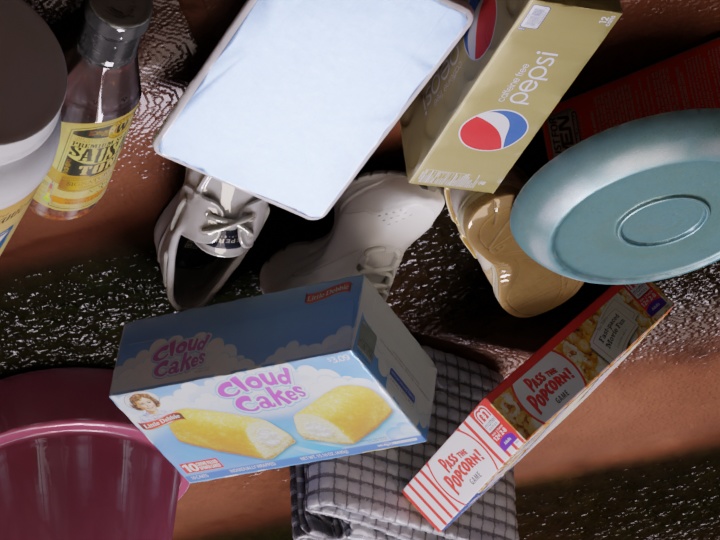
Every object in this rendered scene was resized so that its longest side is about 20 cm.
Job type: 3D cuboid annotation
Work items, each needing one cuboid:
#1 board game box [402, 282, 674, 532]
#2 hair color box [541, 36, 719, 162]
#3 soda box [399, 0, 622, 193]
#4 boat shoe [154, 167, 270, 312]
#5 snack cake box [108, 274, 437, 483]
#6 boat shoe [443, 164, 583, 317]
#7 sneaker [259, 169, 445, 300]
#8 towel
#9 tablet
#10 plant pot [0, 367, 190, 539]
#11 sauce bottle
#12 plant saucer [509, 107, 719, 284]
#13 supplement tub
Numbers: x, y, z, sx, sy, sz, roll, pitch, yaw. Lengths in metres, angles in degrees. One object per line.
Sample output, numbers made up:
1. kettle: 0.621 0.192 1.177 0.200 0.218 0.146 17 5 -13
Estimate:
1. board game box: 0.134 0.096 1.784 0.200 0.046 0.152 -37 170 -40
2. hair color box: 0.232 -0.099 1.582 0.199 0.062 0.101 -21 148 23
3. soda box: 0.090 -0.132 1.490 0.064 0.068 0.200 6 146 -22
4. boat shoe: -0.095 -0.041 1.605 0.071 0.066 0.200 8 146 -23
5. snack cake box: -0.061 0.078 1.656 0.199 0.068 0.115 -12 139 28
6. boat shoe: 0.107 -0.031 1.661 0.073 0.069 0.200 -28 152 3
7. sneaker: 0.000 0.000 1.673 0.074 0.088 0.200 13 142 -27
8. towel: 0.027 0.146 1.845 0.199 0.167 0.085 17 150 -33
9. tablet: -0.032 -0.120 1.489 0.129 0.014 0.200 23 128 -21
10. plant pot: -0.228 0.200 1.866 0.198 0.180 0.200 -5 148 -3
11. sauce bottle: -0.172 -0.107 1.481 0.066 0.066 0.200 3 149 -17
12. plant saucer: 0.199 -0.041 1.576 0.199 0.028 0.201 -9 151 -5
13. supplement tub: -0.266 -0.072 1.441 0.144 0.146 0.200 8 146 -23
